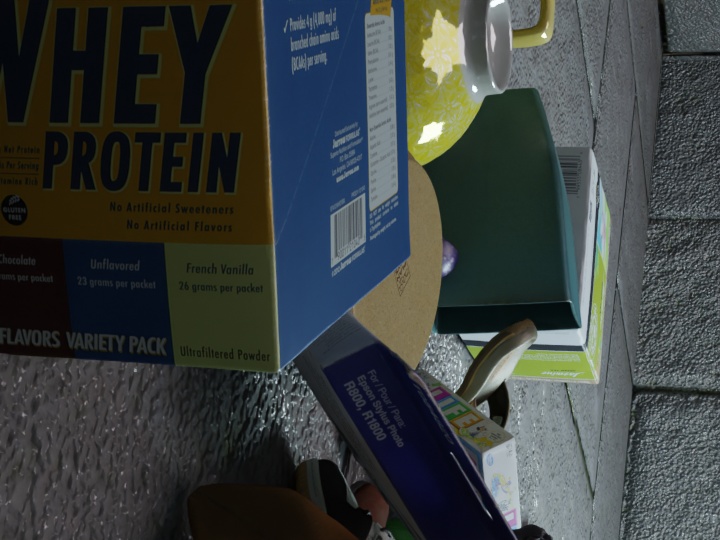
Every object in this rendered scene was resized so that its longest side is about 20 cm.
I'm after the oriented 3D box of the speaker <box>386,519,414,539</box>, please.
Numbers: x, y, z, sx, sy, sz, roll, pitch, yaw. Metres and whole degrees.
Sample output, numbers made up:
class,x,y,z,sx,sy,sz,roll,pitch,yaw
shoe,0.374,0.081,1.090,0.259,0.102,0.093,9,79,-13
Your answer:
class,x,y,z,sx,sy,sz,roll,pitch,yaw
speaker,0.046,0.308,1.106,0.088,0.088,0.201,15,77,-73

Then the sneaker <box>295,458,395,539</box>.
class,x,y,z,sx,sy,sz,roll,pitch,yaw
sneaker,0.023,0.207,0.899,0.076,0.087,0.200,77,-13,-69

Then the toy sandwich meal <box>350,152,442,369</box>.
class,x,y,z,sx,sy,sz,roll,pitch,yaw
toy sandwich meal,0.000,0.000,0.961,0.205,0.070,0.206,5,90,-66

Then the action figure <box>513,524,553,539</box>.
class,x,y,z,sx,sy,sz,roll,pitch,yaw
action figure,0.090,0.288,1.018,0.200,0.102,0.119,-53,166,-27

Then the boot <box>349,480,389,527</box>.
class,x,y,z,sx,sy,sz,roll,pitch,yaw
boot,0.062,0.237,0.948,0.189,0.199,0.069,-70,156,-45

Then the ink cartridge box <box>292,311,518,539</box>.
class,x,y,z,sx,sy,sz,roll,pitch,yaw
ink cartridge box,0.022,0.104,0.793,0.200,0.041,0.200,59,-9,-25

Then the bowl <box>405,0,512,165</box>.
class,x,y,z,sx,sy,sz,roll,pitch,yaw
bowl,0.053,-0.170,1.013,0.200,0.107,0.201,0,90,-69

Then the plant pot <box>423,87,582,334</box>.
class,x,y,z,sx,sy,sz,roll,pitch,yaw
plant pot,0.120,-0.054,1.224,0.141,0.141,0.201,44,44,-72

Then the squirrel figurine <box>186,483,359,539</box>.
class,x,y,z,sx,sy,sz,roll,pitch,yaw
squirrel figurine,-0.006,0.221,0.728,0.142,0.199,0.187,-76,151,-47

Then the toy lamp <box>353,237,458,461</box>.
class,x,y,z,sx,sy,sz,roll,pitch,yaw
toy lamp,0.035,0.064,1.078,0.058,0.058,0.201,69,32,-52

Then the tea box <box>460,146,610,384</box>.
class,x,y,z,sx,sy,sz,roll,pitch,yaw
tea box,0.188,-0.002,1.452,0.197,0.133,0.201,53,42,-65

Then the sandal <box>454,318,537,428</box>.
class,x,y,z,sx,sy,sz,roll,pitch,yaw
sandal,0.109,0.126,1.221,0.080,0.054,0.200,-25,153,-51

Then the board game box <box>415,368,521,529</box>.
class,x,y,z,sx,sy,sz,roll,pitch,yaw
board game box,0.084,0.200,1.158,0.034,0.134,0.201,-21,122,-24

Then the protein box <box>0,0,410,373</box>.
class,x,y,z,sx,sy,sz,roll,pitch,yaw
protein box,-0.067,-0.083,0.598,0.199,0.134,0.201,-39,129,-68

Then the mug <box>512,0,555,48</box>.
class,x,y,z,sx,sy,sz,roll,pitch,yaw
mug,0.119,-0.300,1.158,0.187,0.153,0.150,-71,156,-43
